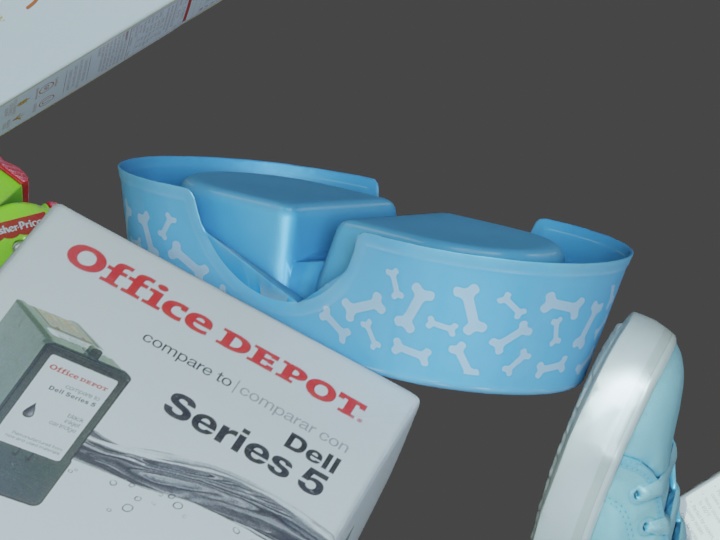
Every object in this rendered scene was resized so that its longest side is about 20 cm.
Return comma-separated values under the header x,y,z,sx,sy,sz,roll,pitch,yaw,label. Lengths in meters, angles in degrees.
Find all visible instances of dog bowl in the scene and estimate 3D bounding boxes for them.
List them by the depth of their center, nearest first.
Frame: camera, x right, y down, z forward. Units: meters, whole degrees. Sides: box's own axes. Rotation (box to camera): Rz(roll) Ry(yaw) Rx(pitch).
x,y,z,sx,sy,sz,roll,pitch,yaw,label
0.000,0.000,0.928,0.199,0.111,0.050,15,102,35,dog bowl

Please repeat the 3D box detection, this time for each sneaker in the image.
x,y,z,sx,sy,sz,roll,pitch,yaw,label
0.098,0.111,0.914,0.082,0.074,0.201,15,117,7,sneaker

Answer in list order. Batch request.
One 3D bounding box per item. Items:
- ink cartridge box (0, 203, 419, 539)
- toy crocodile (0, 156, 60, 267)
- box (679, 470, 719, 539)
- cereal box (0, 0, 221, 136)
x,y,z,sx,sy,sz,roll,pitch,yaw,label
-0.089,0.090,0.827,0.145,0.084,0.200,28,43,5,ink cartridge box
-0.153,-0.024,0.991,0.200,0.068,0.062,37,59,11,toy crocodile
0.173,0.162,0.934,0.041,0.039,0.201,-33,80,2,box
-0.133,-0.136,0.978,0.200,0.040,0.144,-35,80,-20,cereal box
